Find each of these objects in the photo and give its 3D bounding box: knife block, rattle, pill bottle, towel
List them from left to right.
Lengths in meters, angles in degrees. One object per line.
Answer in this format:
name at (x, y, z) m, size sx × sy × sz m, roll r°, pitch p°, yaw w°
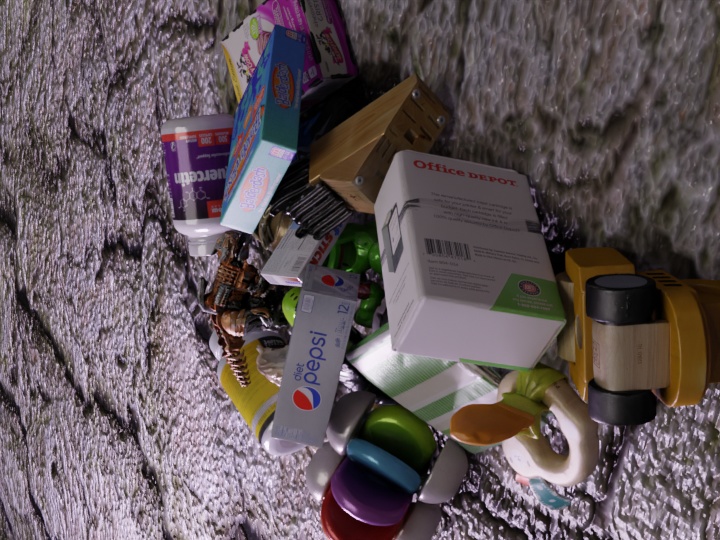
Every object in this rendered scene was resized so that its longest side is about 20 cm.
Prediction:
pill bottle at (-0.226, -0.126, 1.440) m, size 0.112 × 0.112 × 0.201 m, roll 4°, pitch 103°, yaw 52°
pill bottle at (-0.136, 0.158, 1.401) m, size 0.200 × 0.112 × 0.112 m, roll 50°, pitch 135°, yaw 32°
knife block at (-0.015, -0.126, 1.108) m, size 0.175 × 0.064 × 0.200 m, roll 17°, pitch 70°, yaw 53°
towel at (0.092, 0.125, 1.066) m, size 0.200 × 0.023 × 0.152 m, roll 36°, pitch 143°, yaw -13°
rattle at (0.151, 0.196, 0.969) m, size 0.130 × 0.143 × 0.200 m, roll 34°, pitch 141°, yaw 18°

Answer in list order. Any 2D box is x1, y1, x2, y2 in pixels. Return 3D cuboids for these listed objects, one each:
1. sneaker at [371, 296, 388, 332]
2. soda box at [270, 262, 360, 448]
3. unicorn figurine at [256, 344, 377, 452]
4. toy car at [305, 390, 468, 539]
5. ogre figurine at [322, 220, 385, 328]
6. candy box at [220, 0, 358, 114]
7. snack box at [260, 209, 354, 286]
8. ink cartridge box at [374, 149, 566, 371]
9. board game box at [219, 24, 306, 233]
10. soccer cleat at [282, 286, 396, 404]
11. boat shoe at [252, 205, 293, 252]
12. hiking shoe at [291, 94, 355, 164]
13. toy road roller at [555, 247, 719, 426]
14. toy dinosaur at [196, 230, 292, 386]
sneaker at (0.079, 0.008, 1.076) m, size 0.201 × 0.066 × 0.091 m, roll -67°, pitch 26°, yaw 16°
soda box at (-0.051, 0.097, 1.102) m, size 0.068 × 0.063 × 0.201 m, roll -83°, pitch 6°, yaw -62°
unicorn figurine at (-0.059, 0.149, 1.283) m, size 0.074 × 0.137 × 0.201 m, roll 67°, pitch -176°, yaw -62°
toy car at (0.016, 0.255, 1.156) m, size 0.175 × 0.150 × 0.200 m, roll 29°, pitch 122°, yaw 11°
ogre figurine at (0.000, 0.000, 1.192) m, size 0.200 × 0.098 × 0.120 m, roll -131°, pitch 32°, yaw -49°
candy box at (-0.097, -0.276, 1.267) m, size 0.200 × 0.061 × 0.137 m, roll -23°, pitch 82°, yaw 54°
snack box at (-0.042, -0.068, 1.159) m, size 0.072 × 0.200 × 0.024 m, roll 4°, pitch 146°, yaw 48°
ink cartridge box at (0.100, -0.012, 0.951) m, size 0.200 × 0.145 × 0.084 m, roll -96°, pitch 21°, yaw -43°
board game box at (-0.114, -0.168, 1.156) m, size 0.152 × 0.045 × 0.200 m, roll 125°, pitch 154°, yaw -45°
soccer cleat at (-0.018, 0.099, 1.196) m, size 0.200 × 0.068 × 0.081 m, roll 44°, pitch 176°, yaw -12°
boat shoe at (-0.118, -0.062, 1.290) m, size 0.201 × 0.063 × 0.073 m, roll -136°, pitch 62°, yaw -75°
hiking shoe at (-0.080, -0.169, 1.250) m, size 0.087 × 0.074 × 0.200 m, roll 51°, pitch 139°, yaw 3°
toy road roller at (0.260, 0.053, 0.866) m, size 0.200 × 0.145 × 0.123 m, roll -94°, pitch 0°, yaw -78°
toy dinosaur at (-0.147, 0.046, 1.248) m, size 0.102 × 0.135 × 0.200 m, roll 53°, pitch 139°, yaw 39°
